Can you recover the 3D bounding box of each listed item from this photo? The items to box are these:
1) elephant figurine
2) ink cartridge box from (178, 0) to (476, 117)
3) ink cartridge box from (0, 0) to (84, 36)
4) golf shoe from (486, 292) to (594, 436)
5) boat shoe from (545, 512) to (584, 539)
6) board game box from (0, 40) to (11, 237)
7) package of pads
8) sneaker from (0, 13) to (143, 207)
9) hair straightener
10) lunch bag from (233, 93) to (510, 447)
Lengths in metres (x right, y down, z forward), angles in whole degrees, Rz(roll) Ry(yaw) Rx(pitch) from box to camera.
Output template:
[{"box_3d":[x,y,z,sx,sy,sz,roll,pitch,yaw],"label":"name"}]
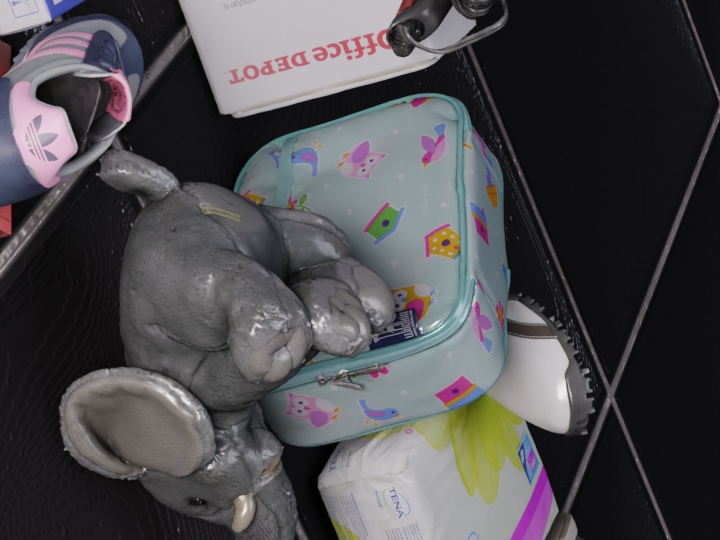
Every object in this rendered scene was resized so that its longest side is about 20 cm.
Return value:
[{"box_3d":[-0.083,0.065,1.325,0.141,0.200,0.155,4,39,-42],"label":"elephant figurine"},{"box_3d":[-0.037,-0.204,1.497,0.088,0.145,0.200,-43,117,-61],"label":"ink cartridge box"},{"box_3d":[-0.186,-0.227,1.318,0.094,0.044,0.200,-45,120,-59],"label":"ink cartridge box"},{"box_3d":[0.055,0.042,1.572,0.094,0.200,0.078,-27,143,-30],"label":"golf shoe"},{"box_3d":[0.112,0.225,1.699,0.063,0.073,0.200,68,22,-13],"label":"boat shoe"},{"box_3d":[-0.226,-0.091,1.206,0.200,0.019,0.103,30,51,-57],"label":"board game box"},{"box_3d":[0.052,0.137,1.616,0.155,0.068,0.200,68,26,-20],"label":"package of pads"},{"box_3d":[-0.135,-0.081,1.271,0.070,0.082,0.200,69,26,-17],"label":"sneaker"},{"box_3d":[0.062,-0.173,1.427,0.041,0.077,0.200,67,28,-24],"label":"hair straightener"},{"box_3d":[0.000,0.000,1.474,0.077,0.160,0.200,59,25,-44],"label":"lunch bag"}]
